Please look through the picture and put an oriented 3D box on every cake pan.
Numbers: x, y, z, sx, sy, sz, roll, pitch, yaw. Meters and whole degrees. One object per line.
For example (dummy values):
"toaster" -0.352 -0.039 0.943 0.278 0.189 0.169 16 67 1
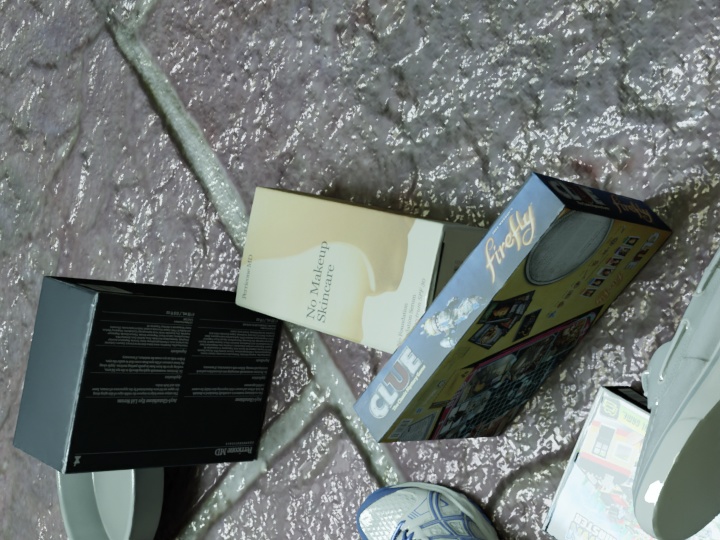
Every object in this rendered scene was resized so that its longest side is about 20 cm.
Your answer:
"cake pan" -0.234 0.182 1.087 0.200 0.037 0.201 0 90 56

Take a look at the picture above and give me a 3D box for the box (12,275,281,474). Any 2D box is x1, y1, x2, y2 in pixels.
"box" -0.169 0.085 0.957 0.079 0.200 0.141 12 93 40

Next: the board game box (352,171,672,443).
"board game box" 0.100 0.032 0.767 0.200 0.135 0.035 -54 54 23

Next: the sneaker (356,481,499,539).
"sneaker" 0.059 0.206 0.818 0.200 0.088 0.075 21 101 43

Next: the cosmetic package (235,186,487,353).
"cosmetic package" 0.000 0.000 0.902 0.200 0.071 0.105 12 94 42

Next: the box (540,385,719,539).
"box" 0.215 0.164 0.717 0.200 0.035 0.110 30 105 40

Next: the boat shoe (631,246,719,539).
"boat shoe" 0.204 0.061 0.690 0.068 0.072 0.200 17 80 53
